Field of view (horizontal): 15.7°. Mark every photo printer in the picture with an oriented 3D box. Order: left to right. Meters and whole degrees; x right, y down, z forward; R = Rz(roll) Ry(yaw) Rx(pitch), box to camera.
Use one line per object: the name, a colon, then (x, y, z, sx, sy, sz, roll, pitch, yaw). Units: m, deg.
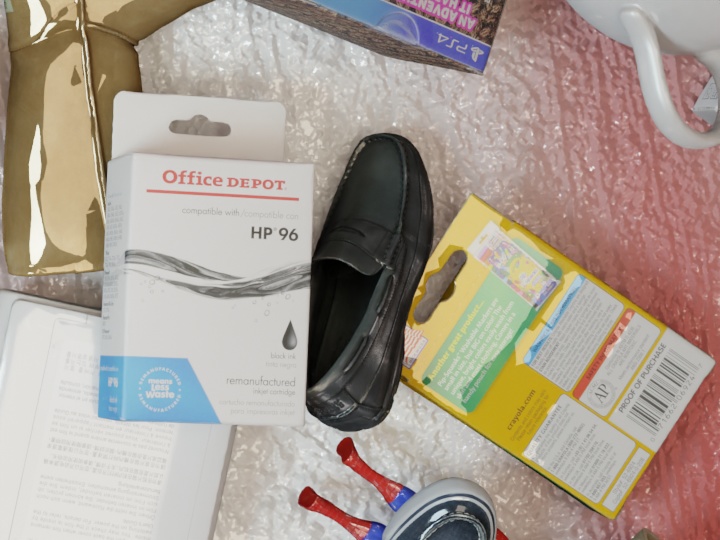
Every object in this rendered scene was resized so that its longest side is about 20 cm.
photo printer: (-0.165, 0.124, 1.629, 0.166, 0.069, 0.200, 11, 90, -14)

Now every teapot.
teapot: (0.223, -0.205, 1.649, 0.200, 0.197, 0.146, -44, 125, 11)

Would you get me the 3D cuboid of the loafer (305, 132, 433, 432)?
loafer: (0.000, 0.000, 1.630, 0.070, 0.068, 0.201, 39, 54, -49)

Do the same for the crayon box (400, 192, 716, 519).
crayon box: (0.112, 0.054, 1.696, 0.200, 0.052, 0.126, 34, 86, -13)

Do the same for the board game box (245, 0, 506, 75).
board game box: (0.020, -0.241, 1.603, 0.159, 0.097, 0.200, 19, 89, -42)

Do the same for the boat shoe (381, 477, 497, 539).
boat shoe: (0.030, 0.230, 1.635, 0.071, 0.091, 0.200, 24, 110, -15)

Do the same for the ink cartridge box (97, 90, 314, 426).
ink cartridge box: (-0.092, -0.008, 1.574, 0.116, 0.068, 0.200, 2, 88, -18)

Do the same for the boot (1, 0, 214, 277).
boot: (-0.141, -0.103, 1.629, 0.175, 0.066, 0.200, -5, 96, -5)

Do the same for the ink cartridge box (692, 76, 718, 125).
ink cartridge box: (0.319, -0.160, 1.729, 0.109, 0.050, 0.200, 32, 85, -12)

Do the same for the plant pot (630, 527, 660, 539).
plant pot: (0.156, 0.298, 1.668, 0.200, 0.187, 0.187, -37, 100, 6)

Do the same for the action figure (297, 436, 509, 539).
action figure: (0.055, 0.182, 1.693, 0.200, 0.052, 0.065, 36, 91, -17)
